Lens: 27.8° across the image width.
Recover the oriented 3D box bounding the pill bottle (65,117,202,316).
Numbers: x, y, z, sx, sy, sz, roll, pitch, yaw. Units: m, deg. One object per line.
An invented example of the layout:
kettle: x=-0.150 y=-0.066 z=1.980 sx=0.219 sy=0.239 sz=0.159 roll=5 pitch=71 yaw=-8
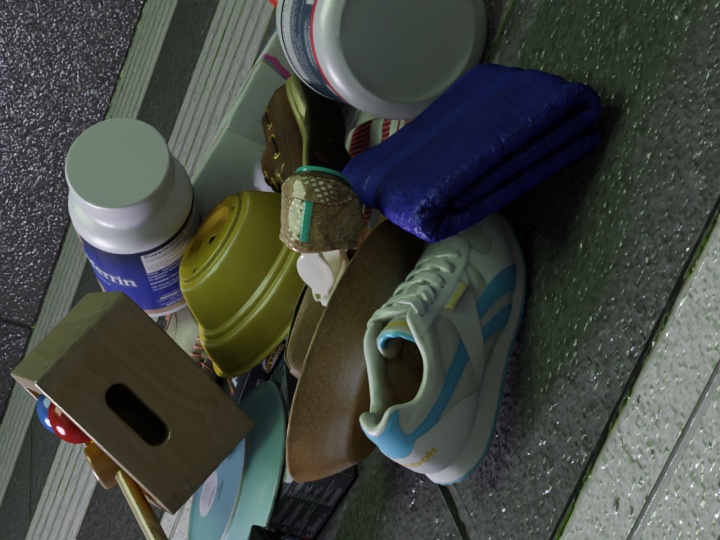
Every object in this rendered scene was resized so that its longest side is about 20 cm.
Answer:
pill bottle: x=-0.208 y=-0.049 z=1.358 sx=0.200 sy=0.115 sz=0.116 roll=84 pitch=-169 yaw=-61

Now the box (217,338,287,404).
box: x=-0.106 y=0.066 z=1.453 sx=0.200 sy=0.049 sz=0.199 roll=-116 pitch=46 yaw=-64

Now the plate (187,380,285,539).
plate: x=-0.113 y=0.189 z=1.241 sx=0.200 sy=0.025 sz=0.201 roll=-163 pitch=90 yaw=-70

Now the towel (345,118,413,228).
towel: x=0.006 y=-0.069 z=1.283 sx=0.200 sy=0.023 sz=0.145 roll=179 pitch=108 yaw=-71

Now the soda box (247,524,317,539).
soda box: x=-0.077 y=0.305 z=1.124 sx=0.063 sy=0.070 sz=0.201 roll=-154 pitch=82 yaw=-70

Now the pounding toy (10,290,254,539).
pounding toy: x=-0.189 y=0.137 z=1.207 sx=0.142 sy=0.200 sz=0.184 roll=-47 pitch=14 yaw=-15

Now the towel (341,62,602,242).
towel: x=0.073 y=-0.078 z=0.978 sx=0.147 sy=0.050 sz=0.200 roll=-38 pitch=17 yaw=-4

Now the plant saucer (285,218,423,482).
plant saucer: x=0.009 y=0.062 z=1.024 sx=0.201 sy=0.035 sz=0.201 roll=-57 pitch=-20 yaw=-34

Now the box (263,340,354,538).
box: x=-0.070 y=0.173 z=1.249 sx=0.158 sy=0.050 sz=0.200 roll=-95 pitch=29 yaw=-48

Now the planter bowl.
planter bowl: x=-0.106 y=-0.010 z=1.313 sx=0.200 sy=0.083 sz=0.201 roll=-45 pitch=24 yaw=26

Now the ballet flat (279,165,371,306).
ballet flat: x=-0.020 y=-0.010 z=1.018 sx=0.200 sy=0.070 sz=0.066 roll=51 pitch=-131 yaw=-68

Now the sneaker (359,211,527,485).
sneaker: x=0.052 y=0.031 z=0.939 sx=0.076 sy=0.081 sz=0.201 roll=-21 pitch=49 yaw=43

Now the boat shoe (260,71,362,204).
boat shoe: x=-0.048 y=-0.089 z=1.269 sx=0.067 sy=0.072 sz=0.201 roll=-36 pitch=42 yaw=25

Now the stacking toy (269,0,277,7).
stacking toy: x=-0.022 y=-0.324 z=1.399 sx=0.200 sy=0.085 sz=0.086 roll=-40 pitch=34 yaw=29

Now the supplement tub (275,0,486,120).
supplement tub: x=0.010 y=-0.204 z=1.199 sx=0.200 sy=0.140 sz=0.141 roll=-140 pitch=68 yaw=-70

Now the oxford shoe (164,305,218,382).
oxford shoe: x=-0.167 y=0.085 z=1.430 sx=0.075 sy=0.070 sz=0.201 roll=-32 pitch=47 yaw=56

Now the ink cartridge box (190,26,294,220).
ink cartridge box: x=-0.092 y=-0.147 z=1.459 sx=0.145 sy=0.084 sz=0.201 roll=-51 pitch=14 yaw=49

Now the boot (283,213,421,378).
boot: x=0.000 y=0.000 z=1.144 sx=0.074 sy=0.075 sz=0.201 roll=126 pitch=165 yaw=-82
